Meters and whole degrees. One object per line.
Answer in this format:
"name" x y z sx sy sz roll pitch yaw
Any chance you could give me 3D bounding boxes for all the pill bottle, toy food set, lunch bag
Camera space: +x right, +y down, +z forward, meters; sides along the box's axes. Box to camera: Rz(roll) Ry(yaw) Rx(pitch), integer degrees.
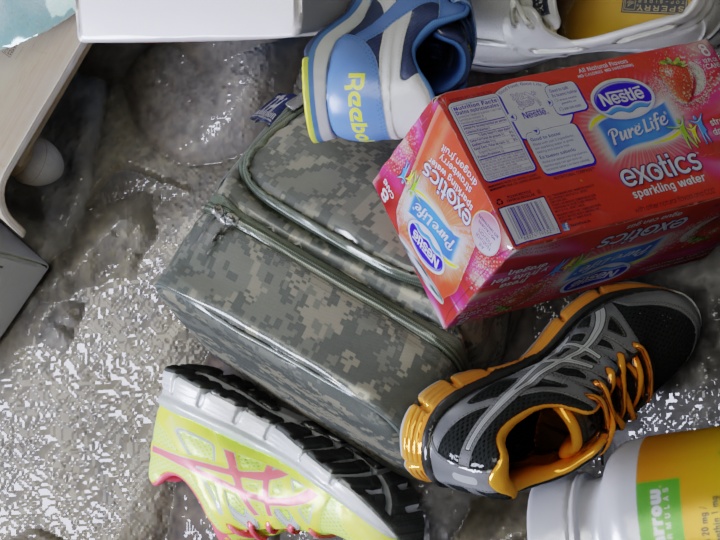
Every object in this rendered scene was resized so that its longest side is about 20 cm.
"pill bottle" 0.198 0.142 1.192 0.199 0.111 0.111 -10 78 20
"toy food set" -0.207 -0.135 1.419 0.143 0.060 0.200 35 95 49
"lunch bag" 0.000 0.000 1.287 0.200 0.139 0.168 30 76 22

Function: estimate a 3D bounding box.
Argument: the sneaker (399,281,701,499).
"sneaker" 0.121 0.074 1.213 0.200 0.078 0.077 -30 30 -24

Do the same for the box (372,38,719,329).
"box" 0.122 -0.050 1.202 0.100 0.200 0.096 64 147 18

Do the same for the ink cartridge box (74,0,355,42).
"ink cartridge box" -0.065 -0.211 1.289 0.147 0.200 0.145 0 98 22

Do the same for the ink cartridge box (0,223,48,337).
"ink cartridge box" -0.331 -0.007 1.442 0.200 0.086 0.147 39 97 21

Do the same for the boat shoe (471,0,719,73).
"boat shoe" 0.119 -0.158 1.292 0.199 0.070 0.071 4 82 26

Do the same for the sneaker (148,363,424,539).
"sneaker" -0.049 0.135 1.320 0.200 0.078 0.091 28 101 29

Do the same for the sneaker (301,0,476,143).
"sneaker" 0.036 -0.136 1.241 0.082 0.074 0.200 4 41 23

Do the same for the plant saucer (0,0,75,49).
"plant saucer" -0.212 -0.231 1.404 0.201 0.039 0.201 -22 43 23
